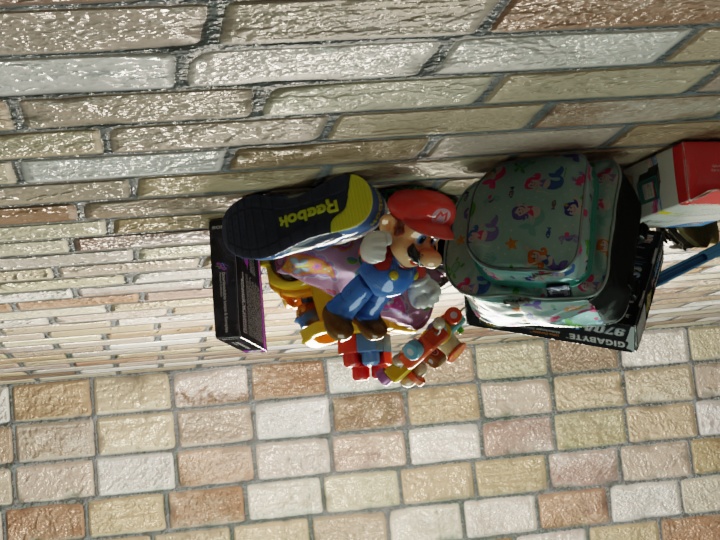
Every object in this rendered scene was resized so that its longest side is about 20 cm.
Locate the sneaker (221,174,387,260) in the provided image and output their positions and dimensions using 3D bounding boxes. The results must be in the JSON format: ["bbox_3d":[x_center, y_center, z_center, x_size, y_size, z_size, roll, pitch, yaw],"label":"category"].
[{"bbox_3d":[-0.060,-0.052,1.528,0.199,0.074,0.082,-9,173,27],"label":"sneaker"}]

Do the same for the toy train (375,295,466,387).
[{"bbox_3d":[0.099,0.090,1.719,0.150,0.056,0.200,-45,174,38],"label":"toy train"}]

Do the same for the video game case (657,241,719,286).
[{"bbox_3d":[0.365,0.017,1.768,0.199,0.018,0.143,-23,173,-24],"label":"video game case"}]

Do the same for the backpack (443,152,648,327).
[{"bbox_3d":[0.187,-0.031,1.501,0.199,0.178,0.151,-5,151,34],"label":"backpack"}]

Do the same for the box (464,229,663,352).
[{"bbox_3d":[0.235,0.009,1.603,0.199,0.159,0.046,8,135,19],"label":"box"}]

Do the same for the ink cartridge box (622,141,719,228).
[{"bbox_3d":[0.376,-0.096,1.534,0.116,0.068,0.200,-2,172,-19],"label":"ink cartridge box"}]

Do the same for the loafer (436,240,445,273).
[{"bbox_3d":[0.148,-0.026,1.735,0.199,0.072,0.063,-7,176,-23],"label":"loafer"}]

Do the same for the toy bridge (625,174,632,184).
[{"bbox_3d":[0.230,-0.085,1.631,0.067,0.027,0.200,10,168,-26],"label":"toy bridge"}]

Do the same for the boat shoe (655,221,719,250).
[{"bbox_3d":[0.420,-0.056,1.824,0.066,0.072,0.201,-17,172,25],"label":"boat shoe"}]

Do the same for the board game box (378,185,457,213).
[{"bbox_3d":[0.058,-0.070,1.653,0.104,0.024,0.200,-10,170,23],"label":"board game box"}]

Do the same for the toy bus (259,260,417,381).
[{"bbox_3d":[-0.023,0.046,1.794,0.199,0.193,0.136,-4,175,23],"label":"toy bus"}]

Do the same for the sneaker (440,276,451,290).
[{"bbox_3d":[0.122,-0.014,1.971,0.081,0.074,0.200,-23,176,-15],"label":"sneaker"}]

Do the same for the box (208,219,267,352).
[{"bbox_3d":[-0.151,0.023,1.728,0.036,0.144,0.200,-5,171,3],"label":"box"}]

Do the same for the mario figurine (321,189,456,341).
[{"bbox_3d":[0.041,0.003,1.471,0.200,0.106,0.124,-57,178,31],"label":"mario figurine"}]

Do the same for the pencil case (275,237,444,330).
[{"bbox_3d":[0.000,0.000,1.651,0.199,0.088,0.087,23,164,-12],"label":"pencil case"}]
